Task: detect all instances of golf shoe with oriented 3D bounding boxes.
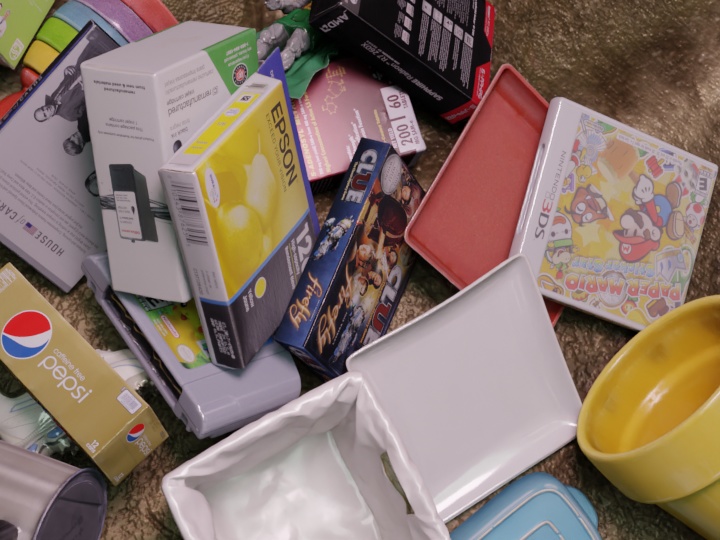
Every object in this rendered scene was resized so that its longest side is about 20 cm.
[{"bbox_3d":[-0.239,0.092,1.216,0.199,0.078,0.098,-34,80,-16],"label":"golf shoe"}]

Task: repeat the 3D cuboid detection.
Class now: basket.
[{"bbox_3d":[-0.048,0.225,1.174,0.198,0.161,0.200,-27,83,-14],"label":"basket"}]

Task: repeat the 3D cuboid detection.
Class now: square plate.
[{"bbox_3d":[0.100,0.112,1.257,0.197,0.028,0.202,-30,113,-14],"label":"square plate"}]

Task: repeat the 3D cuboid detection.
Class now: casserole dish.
[{"bbox_3d":[0.144,0.275,1.264,0.199,0.039,0.122,-37,86,-14],"label":"casserole dish"}]

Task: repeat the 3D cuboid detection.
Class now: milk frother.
[{"bbox_3d":[-0.334,0.242,1.120,0.186,0.181,0.203,16,120,18],"label":"milk frother"}]

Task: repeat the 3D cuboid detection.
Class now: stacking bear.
[{"bbox_3d":[-0.263,-0.173,1.249,0.121,0.114,0.201,39,80,1],"label":"stacking bear"}]

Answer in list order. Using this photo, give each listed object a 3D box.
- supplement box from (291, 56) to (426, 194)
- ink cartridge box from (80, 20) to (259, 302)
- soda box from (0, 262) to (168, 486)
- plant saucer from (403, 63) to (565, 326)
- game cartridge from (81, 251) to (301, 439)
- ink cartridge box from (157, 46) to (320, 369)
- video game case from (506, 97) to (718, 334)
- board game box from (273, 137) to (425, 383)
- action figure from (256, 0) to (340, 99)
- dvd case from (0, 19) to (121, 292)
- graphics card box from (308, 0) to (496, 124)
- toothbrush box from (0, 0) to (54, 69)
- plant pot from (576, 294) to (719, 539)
[{"bbox_3d":[-0.049,-0.132,1.299,0.197,0.061,0.110,-17,82,-12],"label":"supplement box"},{"bbox_3d":[-0.150,-0.093,1.157,0.082,0.146,0.203,11,119,28],"label":"ink cartridge box"},{"bbox_3d":[-0.254,0.086,1.154,0.064,0.068,0.200,-42,64,-14],"label":"soda box"},{"bbox_3d":[0.143,-0.057,1.297,0.199,0.037,0.201,39,72,-28],"label":"plant saucer"},{"bbox_3d":[-0.143,0.051,1.205,0.132,0.041,0.201,-13,57,-47],"label":"game cartridge"},{"bbox_3d":[-0.083,-0.054,1.159,0.046,0.200,0.200,10,41,29],"label":"ink cartridge box"},{"bbox_3d":[0.244,-0.047,1.313,0.198,0.023,0.185,19,83,-24],"label":"video game case"},{"bbox_3d":[0.000,0.000,1.246,0.034,0.136,0.202,15,74,28],"label":"board game box"},{"bbox_3d":[-0.056,-0.230,1.294,0.117,0.055,0.200,19,42,23],"label":"action figure"},{"bbox_3d":[-0.251,-0.098,1.211,0.200,0.025,0.150,-47,122,2],"label":"dvd case"},{"bbox_3d":[0.044,-0.240,1.283,0.199,0.050,0.127,29,57,-37],"label":"graphics card box"},{"bbox_3d":[-0.340,-0.305,1.243,0.144,0.086,0.202,20,75,22],"label":"toothbrush box"},{"bbox_3d":[0.331,0.159,1.250,0.189,0.200,0.201,46,75,-14],"label":"plant pot"}]
